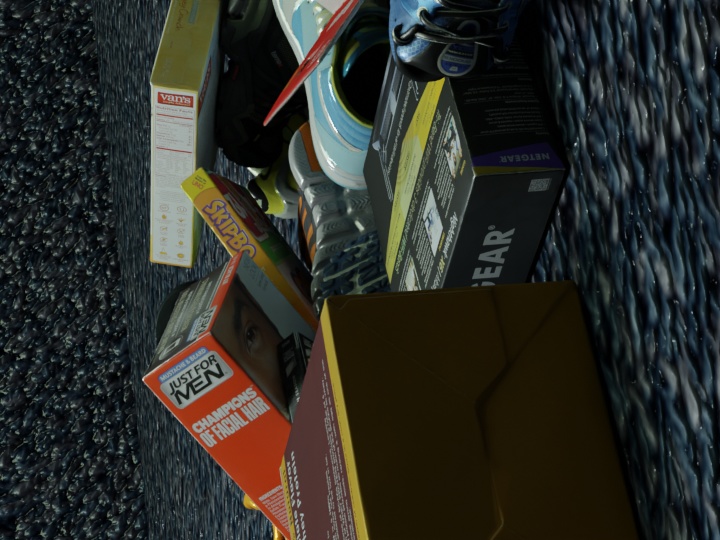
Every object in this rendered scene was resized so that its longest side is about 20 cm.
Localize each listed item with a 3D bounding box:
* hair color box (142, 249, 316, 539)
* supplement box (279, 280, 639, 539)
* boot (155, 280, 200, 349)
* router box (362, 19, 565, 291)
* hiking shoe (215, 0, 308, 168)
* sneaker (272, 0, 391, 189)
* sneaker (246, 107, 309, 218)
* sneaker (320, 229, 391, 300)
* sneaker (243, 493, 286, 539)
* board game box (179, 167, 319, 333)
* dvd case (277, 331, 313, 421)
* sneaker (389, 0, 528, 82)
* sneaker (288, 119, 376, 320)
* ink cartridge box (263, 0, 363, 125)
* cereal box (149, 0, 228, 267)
[{"bbox_3d":[-0.043,0.098,1.268,0.200,0.064,0.111,49,-155,-17],"label":"hair color box"},{"bbox_3d":[0.046,0.142,1.023,0.200,0.132,0.198,106,157,-58],"label":"supplement box"},{"bbox_3d":[-0.067,0.070,1.416,0.076,0.200,0.168,-46,13,6],"label":"boot"},{"bbox_3d":[0.053,-0.057,1.116,0.200,0.052,0.158,104,158,-55],"label":"router box"},{"bbox_3d":[-0.051,-0.137,1.447,0.200,0.100,0.076,96,-173,-56],"label":"hiking shoe"},{"bbox_3d":[-0.005,-0.166,1.296,0.131,0.079,0.201,121,134,-72],"label":"sneaker"},{"bbox_3d":[-0.066,-0.125,1.589,0.076,0.076,0.201,96,165,-45],"label":"sneaker"},{"bbox_3d":[0.021,0.053,1.240,0.201,0.077,0.085,-87,-18,-47],"label":"sneaker"},{"bbox_3d":[-0.028,0.235,1.489,0.078,0.077,0.201,155,96,-74],"label":"sneaker"},{"bbox_3d":[-0.048,0.016,1.398,0.201,0.030,0.095,56,-171,15],"label":"board game box"},{"bbox_3d":[0.014,0.147,1.216,0.146,0.022,0.201,34,-148,-44],"label":"dvd case"},{"bbox_3d":[0.061,-0.138,0.947,0.200,0.078,0.090,137,144,-73],"label":"sneaker"},{"bbox_3d":[0.000,0.000,1.367,0.112,0.077,0.201,85,175,-61],"label":"sneaker"},{"bbox_3d":[-0.007,-0.181,1.142,0.177,0.045,0.200,-54,6,-12],"label":"ink cartridge box"},{"bbox_3d":[-0.125,-0.119,1.449,0.201,0.039,0.145,98,-179,-52],"label":"cereal box"}]
